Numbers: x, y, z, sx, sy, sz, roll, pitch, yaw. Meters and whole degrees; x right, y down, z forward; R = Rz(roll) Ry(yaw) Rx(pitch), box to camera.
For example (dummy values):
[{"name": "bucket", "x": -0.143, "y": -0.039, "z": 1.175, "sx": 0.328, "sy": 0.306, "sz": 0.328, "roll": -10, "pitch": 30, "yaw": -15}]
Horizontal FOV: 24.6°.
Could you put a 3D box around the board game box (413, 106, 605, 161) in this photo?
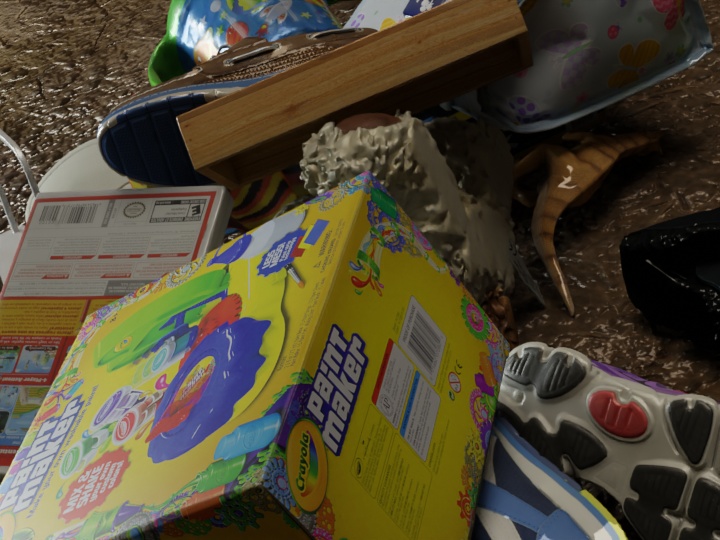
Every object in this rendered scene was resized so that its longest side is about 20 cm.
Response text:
[{"name": "board game box", "x": 0.050, "y": -0.114, "z": 1.202, "sx": 0.199, "sy": 0.057, "sz": 0.165, "roll": -27, "pitch": 33, "yaw": -21}]

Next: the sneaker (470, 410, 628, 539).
[{"name": "sneaker", "x": 0.049, "y": 0.118, "z": 0.786, "sx": 0.082, "sy": 0.075, "sz": 0.200, "roll": -28, "pitch": 30, "yaw": -18}]

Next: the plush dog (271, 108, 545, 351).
[{"name": "plush dog", "x": 0.000, "y": 0.000, "z": 0.982, "sx": 0.170, "sy": 0.162, "sz": 0.200, "roll": -17, "pitch": -3, "yaw": 26}]

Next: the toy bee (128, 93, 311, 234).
[{"name": "toy bee", "x": -0.120, "y": -0.068, "z": 1.110, "sx": 0.198, "sy": 0.110, "sz": 0.131, "roll": -10, "pitch": 11, "yaw": 13}]

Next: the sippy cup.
[{"name": "sippy cup", "x": -0.068, "y": -0.172, "z": 1.296, "sx": 0.178, "sy": 0.139, "sz": 0.130, "roll": -53, "pitch": 42, "yaw": 10}]

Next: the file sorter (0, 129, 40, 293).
[{"name": "file sorter", "x": -0.312, "y": -0.010, "z": 1.122, "sx": 0.199, "sy": 0.126, "sz": 0.139, "roll": -26, "pitch": 31, "yaw": -20}]

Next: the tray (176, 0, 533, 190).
[{"name": "tray", "x": 0.000, "y": -0.105, "z": 0.952, "sx": 0.198, "sy": 0.037, "sz": 0.099, "roll": -23, "pitch": -7, "yaw": 6}]

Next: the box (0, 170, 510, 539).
[{"name": "box", "x": -0.054, "y": 0.092, "z": 0.748, "sx": 0.191, "sy": 0.122, "sz": 0.201, "roll": -26, "pitch": 28, "yaw": 31}]

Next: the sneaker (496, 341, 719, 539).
[{"name": "sneaker", "x": 0.155, "y": 0.085, "z": 0.793, "sx": 0.199, "sy": 0.081, "sz": 0.083, "roll": 31, "pitch": 19, "yaw": 38}]

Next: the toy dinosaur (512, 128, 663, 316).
[{"name": "toy dinosaur", "x": 0.130, "y": -0.056, "z": 1.062, "sx": 0.105, "sy": 0.061, "sz": 0.200, "roll": 9, "pitch": 37, "yaw": 33}]

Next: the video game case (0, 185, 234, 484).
[{"name": "video game case", "x": -0.164, "y": 0.037, "z": 0.999, "sx": 0.141, "sy": 0.017, "sz": 0.202, "roll": -1, "pitch": 57, "yaw": 24}]

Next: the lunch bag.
[{"name": "lunch bag", "x": 0.103, "y": -0.172, "z": 1.094, "sx": 0.199, "sy": 0.128, "sz": 0.169, "roll": -27, "pitch": 27, "yaw": -20}]

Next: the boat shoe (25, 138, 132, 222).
[{"name": "boat shoe", "x": -0.156, "y": -0.072, "z": 1.218, "sx": 0.199, "sy": 0.060, "sz": 0.074, "roll": -28, "pitch": 49, "yaw": 16}]

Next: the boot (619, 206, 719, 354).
[{"name": "boot", "x": 0.221, "y": -0.038, "z": 0.968, "sx": 0.167, "sy": 0.077, "sz": 0.200, "roll": -19, "pitch": 35, "yaw": -14}]

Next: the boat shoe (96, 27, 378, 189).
[{"name": "boat shoe", "x": -0.069, "y": -0.106, "z": 1.045, "sx": 0.198, "sy": 0.073, "sz": 0.073, "roll": -10, "pitch": 41, "yaw": -2}]
